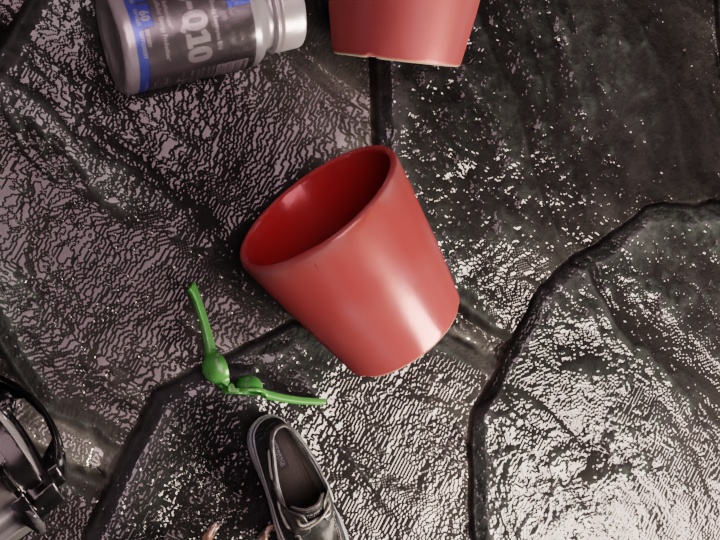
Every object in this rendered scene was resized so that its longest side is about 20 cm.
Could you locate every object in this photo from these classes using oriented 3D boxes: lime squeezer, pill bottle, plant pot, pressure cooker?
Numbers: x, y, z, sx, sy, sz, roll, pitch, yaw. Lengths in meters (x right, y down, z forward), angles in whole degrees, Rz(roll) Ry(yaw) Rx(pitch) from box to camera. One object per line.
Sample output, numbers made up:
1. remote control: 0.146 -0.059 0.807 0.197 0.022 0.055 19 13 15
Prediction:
1. lime squeezer: -0.128 0.106 1.546 0.200 0.038 0.071 42 46 -14
2. pill bottle: -0.163 -0.257 1.485 0.198 0.114 0.115 -16 95 -19
3. plant pot: 0.000 0.000 1.503 0.200 0.200 0.178 -41 113 -14
4. plant pot: 0.047 -0.313 1.527 0.198 0.200 0.180 4 99 -19
5. pressure cooker: -0.382 0.195 1.376 0.199 0.178 0.177 -37 99 -15

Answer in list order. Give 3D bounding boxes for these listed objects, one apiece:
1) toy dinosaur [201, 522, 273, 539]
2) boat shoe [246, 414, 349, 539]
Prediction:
1. toy dinosaur: -0.117 0.340 1.486 0.086 0.200 0.136 -41 63 12
2. boat shoe: -0.064 0.251 1.543 0.072 0.071 0.202 -30 100 -17
